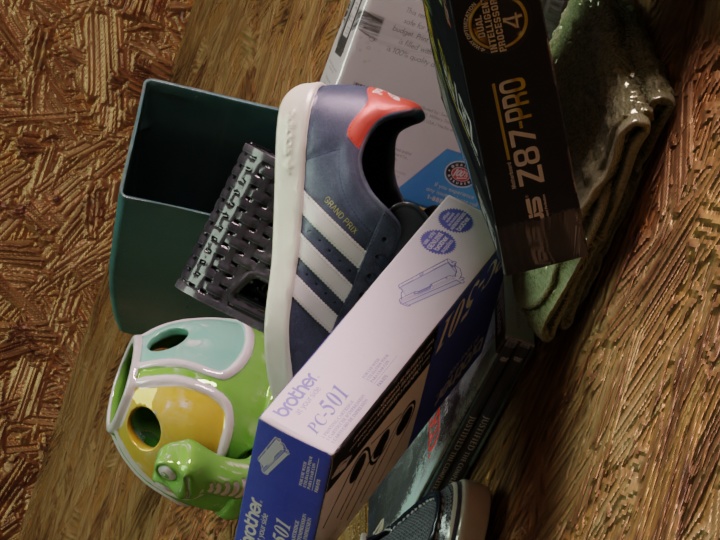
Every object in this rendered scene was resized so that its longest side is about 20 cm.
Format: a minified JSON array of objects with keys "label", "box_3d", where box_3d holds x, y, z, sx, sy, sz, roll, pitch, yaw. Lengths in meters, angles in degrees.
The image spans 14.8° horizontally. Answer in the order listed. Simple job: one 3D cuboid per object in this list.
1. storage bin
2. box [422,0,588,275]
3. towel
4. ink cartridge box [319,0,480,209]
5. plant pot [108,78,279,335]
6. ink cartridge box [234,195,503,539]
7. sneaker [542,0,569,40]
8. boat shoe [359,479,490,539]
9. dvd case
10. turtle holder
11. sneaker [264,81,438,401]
[{"label":"storage bin","box_3d":[-0.020,-0.003,1.612,0.094,0.135,0.200,-64,-2,2]},{"label":"box","box_3d":[0.062,-0.117,1.370,0.200,0.049,0.161,-105,0,-58]},{"label":"towel","box_3d":[0.111,-0.067,1.449,0.200,0.036,0.148,-94,26,-63]},{"label":"ink cartridge box","box_3d":[0.051,-0.142,1.655,0.067,0.116,0.200,-113,43,-75]},{"label":"plant pot","box_3d":[-0.143,-0.034,2.367,0.200,0.141,0.141,109,172,-48]},{"label":"ink cartridge box","box_3d":[0.008,0.056,1.387,0.200,0.044,0.094,-50,-20,-45]},{"label":"sneaker","box_3d":[0.118,-0.207,1.557,0.087,0.074,0.200,-98,28,-76]},{"label":"boat shoe","box_3d":[-0.005,0.172,1.480,0.075,0.093,0.200,-84,16,-46]},{"label":"dvd case","box_3d":[0.049,0.071,1.566,0.146,0.022,0.200,-88,21,-54]},{"label":"turtle holder","box_3d":[-0.115,0.115,1.995,0.141,0.132,0.186,122,163,-48]},{"label":"sneaker","box_3d":[0.000,0.000,1.467,0.075,0.084,0.200,-4,-85,-73]}]
